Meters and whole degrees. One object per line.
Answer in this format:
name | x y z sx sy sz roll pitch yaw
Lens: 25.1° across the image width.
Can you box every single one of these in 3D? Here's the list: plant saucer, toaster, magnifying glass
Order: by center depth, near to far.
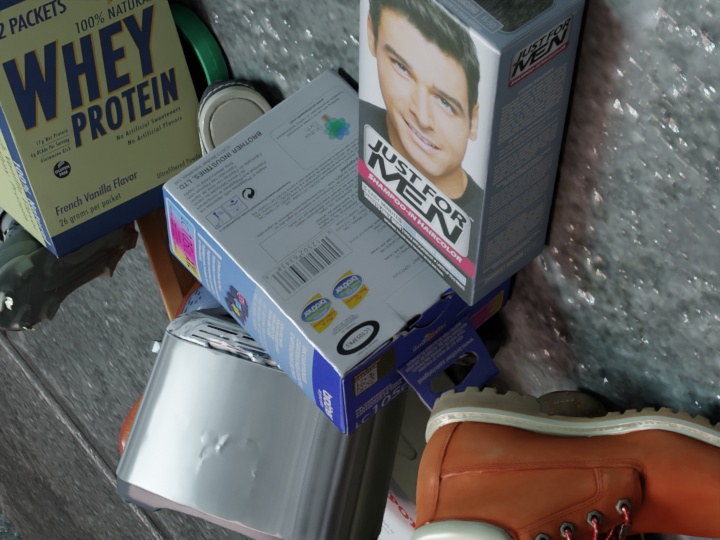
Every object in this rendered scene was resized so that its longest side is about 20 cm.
toaster | -0.051 0.102 1.019 0.198 0.131 0.113 16 -174 21
magnifying glass | -0.136 -0.131 1.186 0.080 0.022 0.200 54 156 5
plant saucer | -0.150 0.009 1.317 0.200 0.032 0.202 160 90 -83

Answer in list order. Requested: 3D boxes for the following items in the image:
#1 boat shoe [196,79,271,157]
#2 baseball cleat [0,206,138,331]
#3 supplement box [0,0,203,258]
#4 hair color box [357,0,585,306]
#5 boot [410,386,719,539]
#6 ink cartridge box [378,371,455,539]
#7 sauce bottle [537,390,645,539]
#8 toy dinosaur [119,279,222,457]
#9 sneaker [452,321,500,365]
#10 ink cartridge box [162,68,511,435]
boat shoe | -0.063 -0.041 1.118 0.063 0.072 0.202 -128 16 -63
baseball cleat | -0.246 -0.013 1.188 0.106 0.200 0.070 23 109 15
supplement box | -0.222 -0.151 1.141 0.199 0.133 0.202 33 145 53
hair color box | 0.051 -0.084 0.826 0.099 0.060 0.201 44 154 26
boot | 0.121 0.128 0.843 0.198 0.108 0.076 3 134 20
ink cartridge box | 0.021 0.141 1.158 0.145 0.084 0.200 49 156 14
sauce bottle | 0.141 0.165 0.983 0.066 0.066 0.201 28 146 47
toy dinosaur | -0.117 0.066 1.195 0.200 0.181 0.105 43 166 44
sneaker | 0.000 0.000 1.023 0.198 0.076 0.089 17 96 26
ink cartridge box | -0.004 -0.003 0.943 0.200 0.136 0.077 44 158 25
